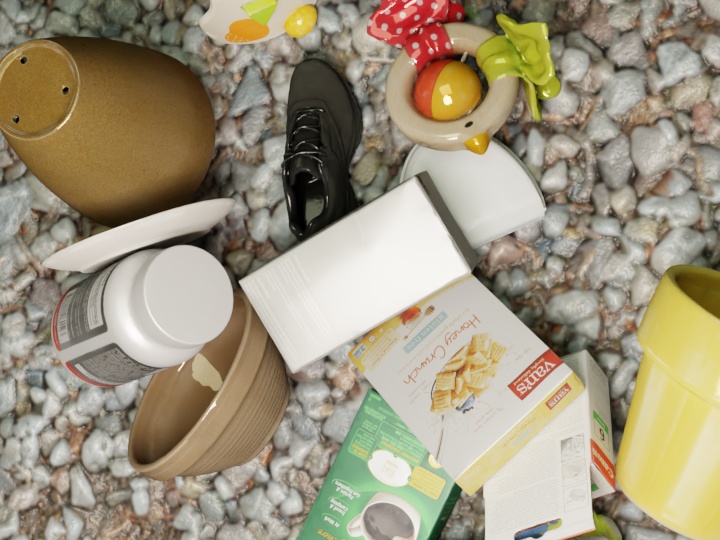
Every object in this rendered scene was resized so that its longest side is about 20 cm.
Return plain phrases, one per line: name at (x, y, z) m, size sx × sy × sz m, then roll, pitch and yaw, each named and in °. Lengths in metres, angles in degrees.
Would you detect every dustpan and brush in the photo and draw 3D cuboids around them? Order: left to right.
dustpan and brush at (0.084, -0.116, 1.359) m, size 0.139 × 0.057 × 0.201 m, roll -23°, pitch 84°, yaw 4°

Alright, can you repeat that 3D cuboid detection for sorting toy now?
sorting toy at (-0.100, -0.326, 1.369) m, size 0.107 × 0.180 × 0.201 m, roll 24°, pitch 92°, yaw 19°

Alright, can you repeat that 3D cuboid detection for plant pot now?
plant pot at (-0.263, -0.147, 1.323) m, size 0.186 × 0.200 × 0.187 m, roll -2°, pitch 82°, yaw 17°
plant pot at (-0.134, 0.127, 1.354) m, size 0.093 × 0.201 × 0.201 m, roll 34°, pitch 97°, yaw -22°
plant pot at (0.313, 0.122, 1.187) m, size 0.200 × 0.201 × 0.189 m, roll 30°, pitch 110°, yaw 19°

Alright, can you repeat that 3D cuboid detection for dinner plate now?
dinner plate at (-0.215, -0.029, 1.367) m, size 0.200 × 0.200 × 0.024 m, roll -18°, pitch 88°, yaw 16°

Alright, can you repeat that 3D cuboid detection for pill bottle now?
pill bottle at (-0.213, 0.044, 1.354) m, size 0.200 × 0.116 × 0.116 m, roll -20°, pitch 75°, yaw 52°

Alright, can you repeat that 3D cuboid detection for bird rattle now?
bird rattle at (0.087, -0.194, 1.315) m, size 0.199 × 0.113 × 0.163 m, roll 21°, pitch 75°, yaw 15°

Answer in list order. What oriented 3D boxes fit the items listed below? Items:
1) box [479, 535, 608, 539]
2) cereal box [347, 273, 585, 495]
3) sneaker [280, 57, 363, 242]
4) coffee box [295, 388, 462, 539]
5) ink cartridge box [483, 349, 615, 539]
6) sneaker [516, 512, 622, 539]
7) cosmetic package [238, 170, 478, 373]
box at (0.114, 0.347, 1.190) m, size 0.200 × 0.171 × 0.200 m, roll -12°, pitch 89°, yaw 37°
cereal box at (0.093, 0.093, 1.279) m, size 0.144 × 0.040 × 0.200 m, roll -43°, pitch 44°, yaw -1°
sneaker at (-0.043, -0.117, 1.375) m, size 0.076 × 0.091 × 0.201 m, roll -9°, pitch 80°, yaw 19°
coffee box at (0.021, 0.228, 1.340) m, size 0.123 × 0.044 × 0.201 m, roll 25°, pitch 92°, yaw 20°
ink cartridge box at (0.166, 0.172, 1.227) m, size 0.109 × 0.050 × 0.200 m, roll -23°, pitch 38°, yaw 25°
sneaker at (0.200, 0.279, 1.270) m, size 0.105 × 0.076 × 0.200 m, roll -37°, pitch 70°, yaw 27°
cosmetic package at (0.000, 0.000, 1.295) m, size 0.200 × 0.090 × 0.107 m, roll -28°, pitch 93°, yaw 11°
